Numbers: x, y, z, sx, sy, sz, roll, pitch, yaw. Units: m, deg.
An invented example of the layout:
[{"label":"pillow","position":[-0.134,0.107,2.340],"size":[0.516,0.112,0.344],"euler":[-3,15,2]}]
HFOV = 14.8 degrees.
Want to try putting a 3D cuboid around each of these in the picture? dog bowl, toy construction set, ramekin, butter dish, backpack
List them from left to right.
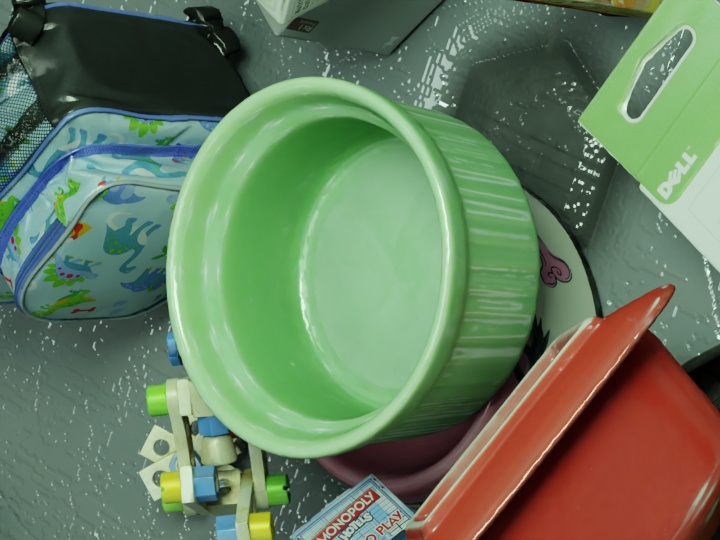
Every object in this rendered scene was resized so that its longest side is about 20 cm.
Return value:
[{"label":"backpack","position":[-0.169,-0.052,1.665],"size":[0.200,0.183,0.147],"euler":[-41,62,37]},{"label":"toy construction set","position":[-0.081,0.093,1.616],"size":[0.200,0.092,0.132],"euler":[171,92,-81]},{"label":"ramekin","position":[0.000,0.000,1.479],"size":[0.200,0.098,0.201],"euler":[-3,86,40]},{"label":"dog bowl","position":[0.036,0.042,1.558],"size":[0.200,0.074,0.201],"euler":[-2,88,40]},{"label":"butter dish","position":[0.120,0.122,1.341],"size":[0.148,0.199,0.200],"euler":[39,84,1]}]

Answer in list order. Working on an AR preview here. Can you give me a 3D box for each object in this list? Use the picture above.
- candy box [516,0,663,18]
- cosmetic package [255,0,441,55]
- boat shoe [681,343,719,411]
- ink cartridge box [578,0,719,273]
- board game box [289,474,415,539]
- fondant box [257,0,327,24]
[{"label":"candy box","position":[0.128,-0.238,1.465],"size":[0.055,0.115,0.201],"euler":[7,92,39]},{"label":"cosmetic package","position":[-0.035,-0.228,1.609],"size":[0.090,0.107,0.200],"euler":[-47,62,28]},{"label":"boat shoe","position":[0.157,0.096,1.458],"size":[0.200,0.066,0.070],"euler":[-37,65,32]},{"label":"ink cartridge box","position":[0.214,-0.051,1.421],"size":[0.200,0.059,0.104],"euler":[49,117,31]},{"label":"board game box","position":[0.045,0.216,1.480],"size":[0.200,0.062,0.200],"euler":[48,160,18]},{"label":"fondant box","position":[-0.010,-0.238,1.514],"size":[0.144,0.200,0.058],"euler":[47,147,19]}]
